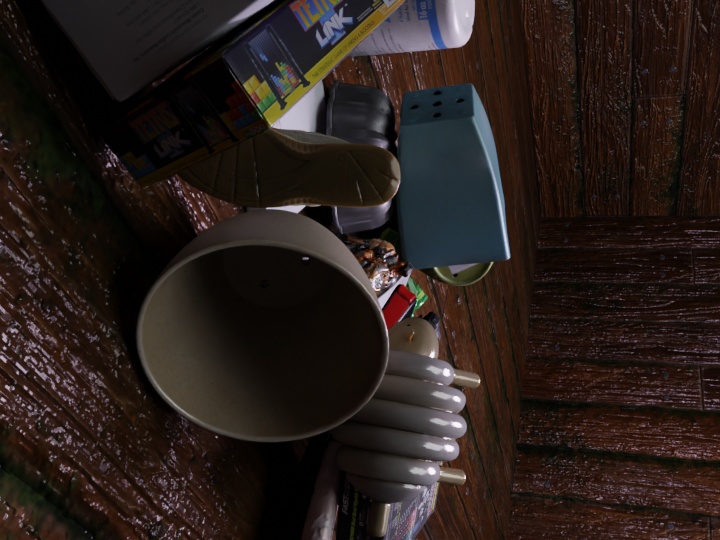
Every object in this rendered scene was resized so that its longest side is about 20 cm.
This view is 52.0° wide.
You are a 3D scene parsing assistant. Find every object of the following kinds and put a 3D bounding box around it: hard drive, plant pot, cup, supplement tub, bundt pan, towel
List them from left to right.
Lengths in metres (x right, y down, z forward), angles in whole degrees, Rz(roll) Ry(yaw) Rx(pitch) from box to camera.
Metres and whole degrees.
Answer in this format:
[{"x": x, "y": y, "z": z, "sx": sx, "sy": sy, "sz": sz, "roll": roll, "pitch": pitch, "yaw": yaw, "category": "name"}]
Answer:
[{"x": -0.079, "y": 0.026, "z": 0.642, "sx": 0.144, "sy": 0.199, "sz": 0.201, "roll": -93, "pitch": 172, "yaw": -58, "category": "cup"}, {"x": -0.081, "y": -0.135, "z": 0.832, "sx": 0.200, "sy": 0.027, "sz": 0.133, "roll": -53, "pitch": 139, "yaw": -59, "category": "hard drive"}, {"x": -0.050, "y": 0.315, "z": 0.845, "sx": 0.191, "sy": 0.032, "sz": 0.201, "roll": 97, "pitch": 4, "yaw": -64, "category": "towel"}, {"x": 0.008, "y": -0.145, "z": 0.953, "sx": 0.202, "sy": 0.075, "sz": 0.203, "roll": -1, "pitch": 90, "yaw": -82, "category": "bundt pan"}, {"x": 0.027, "y": -0.324, "z": 0.872, "sx": 0.132, "sy": 0.199, "sz": 0.133, "roll": 0, "pitch": 90, "yaw": -71, "category": "supplement tub"}, {"x": 0.111, "y": -0.128, "z": 0.957, "sx": 0.142, "sy": 0.140, "sz": 0.201, "roll": -82, "pitch": 162, "yaw": -49, "category": "plant pot"}, {"x": 0.140, "y": -0.057, "z": 1.142, "sx": 0.200, "sy": 0.186, "sz": 0.188, "roll": -91, "pitch": 174, "yaw": -69, "category": "plant pot"}]

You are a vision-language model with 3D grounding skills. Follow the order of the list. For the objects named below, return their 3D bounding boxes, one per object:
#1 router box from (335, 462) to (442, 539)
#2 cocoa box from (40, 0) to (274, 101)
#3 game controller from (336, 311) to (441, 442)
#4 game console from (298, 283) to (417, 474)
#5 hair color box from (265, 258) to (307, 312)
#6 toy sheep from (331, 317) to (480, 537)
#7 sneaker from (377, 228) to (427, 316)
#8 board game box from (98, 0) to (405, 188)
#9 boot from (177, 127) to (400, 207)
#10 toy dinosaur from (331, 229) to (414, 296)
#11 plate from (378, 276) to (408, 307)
[{"x": 0.038, "y": 0.238, "z": 0.834, "sx": 0.150, "sy": 0.062, "sz": 0.201, "roll": -36, "pitch": 140, "yaw": -49, "category": "router box"}, {"x": -0.101, "y": -0.227, "z": 0.471, "sx": 0.134, "sy": 0.199, "sz": 0.131, "roll": 55, "pitch": 33, "yaw": -20, "category": "cocoa box"}, {"x": 0.033, "y": 0.135, "z": 0.899, "sx": 0.200, "sy": 0.042, "sz": 0.104, "roll": -49, "pitch": -179, "yaw": -37, "category": "game controller"}, {"x": -0.006, "y": 0.122, "z": 0.837, "sx": 0.177, "sy": 0.031, "sz": 0.200, "roll": -48, "pitch": 166, "yaw": -41, "category": "game console"}, {"x": -0.077, "y": 0.065, "z": 0.795, "sx": 0.100, "sy": 0.060, "sz": 0.201, "roll": -47, "pitch": 135, "yaw": -67, "category": "hair color box"}, {"x": 0.037, "y": 0.141, "z": 0.678, "sx": 0.138, "sy": 0.137, "sz": 0.201, "roll": 42, "pitch": 53, "yaw": -65, "category": "toy sheep"}, {"x": 0.064, "y": 0.025, "z": 1.162, "sx": 0.074, "sy": 0.083, "sz": 0.201, "roll": -53, "pitch": 139, "yaw": -58, "category": "sneaker"}, {"x": -0.077, "y": -0.156, "z": 0.550, "sx": 0.057, "sy": 0.165, "sz": 0.200, "roll": 55, "pitch": 48, "yaw": -23, "category": "board game box"}, {"x": -0.071, "y": -0.098, "z": 0.700, "sx": 0.155, "sy": 0.199, "sz": 0.073, "roll": -123, "pitch": -141, "yaw": -79, "category": "boot"}, {"x": 0.000, "y": 0.000, "z": 0.891, "sx": 0.200, "sy": 0.135, "sz": 0.103, "roll": 35, "pitch": 54, "yaw": -76, "category": "toy dinosaur"}, {"x": -0.002, "y": 0.096, "z": 0.968, "sx": 0.200, "sy": 0.032, "sz": 0.200, "roll": -68, "pitch": 169, "yaw": 22, "category": "plate"}]
